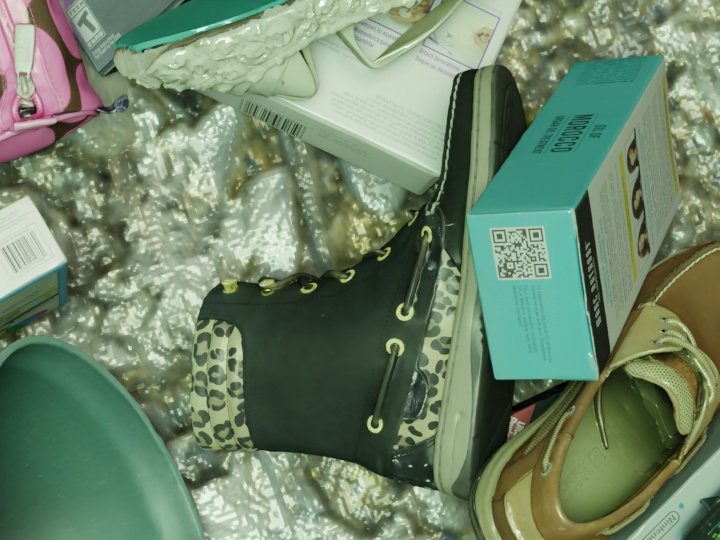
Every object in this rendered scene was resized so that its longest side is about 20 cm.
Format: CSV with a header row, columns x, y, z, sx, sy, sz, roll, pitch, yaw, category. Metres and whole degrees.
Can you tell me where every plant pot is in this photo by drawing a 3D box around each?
x,y,z,sx,sy,sz,roll,pitch,yaw,category
-0.166,0.147,0.826,0.134,0.200,0.201,-24,86,15,plant pot

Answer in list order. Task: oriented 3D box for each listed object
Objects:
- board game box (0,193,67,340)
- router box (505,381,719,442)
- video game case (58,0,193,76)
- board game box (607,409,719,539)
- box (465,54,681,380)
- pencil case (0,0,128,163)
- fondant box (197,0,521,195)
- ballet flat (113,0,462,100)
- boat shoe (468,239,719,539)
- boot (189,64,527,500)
x,y,z,sx,sy,sz,roll,pitch,yaw,category
-0.223,0.041,0.810,0.200,0.134,0.034,-31,87,-12,board game box
0.167,0.110,0.931,0.199,0.062,0.150,-24,88,-11,router box
-0.137,-0.214,0.901,0.019,0.143,0.200,-31,88,-49,video game case
0.229,0.153,0.872,0.147,0.064,0.200,-42,92,-11,board game box
0.106,-0.030,0.871,0.049,0.200,0.083,-2,114,22,box
-0.187,-0.153,0.887,0.090,0.094,0.201,-21,93,-4,pencil case
0.012,-0.160,0.948,0.144,0.058,0.201,25,80,-4,fondant box
-0.016,-0.119,0.879,0.200,0.072,0.072,-26,87,-11,ballet flat
0.132,0.061,0.846,0.076,0.074,0.200,44,61,-6,boat shoe
-0.001,0.001,0.885,0.153,0.073,0.204,4,86,22,boot
